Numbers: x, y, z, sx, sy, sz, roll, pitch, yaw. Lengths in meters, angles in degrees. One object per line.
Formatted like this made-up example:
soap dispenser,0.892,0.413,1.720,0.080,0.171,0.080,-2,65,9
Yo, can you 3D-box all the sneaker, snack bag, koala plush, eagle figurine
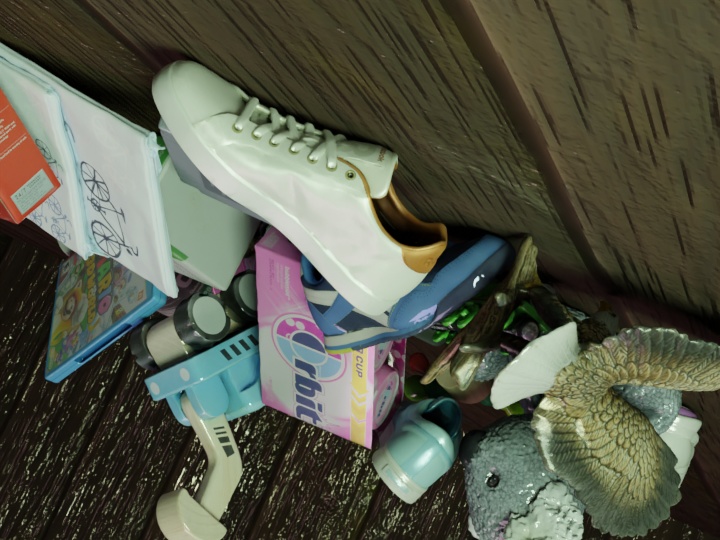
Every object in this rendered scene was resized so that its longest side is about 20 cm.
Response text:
sneaker,0.289,0.184,1.181,0.075,0.100,0.200,19,172,19
sneaker,0.064,0.149,1.085,0.074,0.082,0.200,49,-172,-6
snack bag,-0.222,-0.074,0.919,0.200,0.021,0.189,31,145,22
koala plush,0.154,0.146,0.974,0.183,0.201,0.177,26,171,-12
sneaker,0.023,0.003,0.842,0.200,0.074,0.083,-20,98,48
sneaker,-0.029,-0.066,0.705,0.200,0.085,0.073,41,-149,-16
eagle figurine,0.162,0.070,0.758,0.200,0.151,0.152,35,157,0

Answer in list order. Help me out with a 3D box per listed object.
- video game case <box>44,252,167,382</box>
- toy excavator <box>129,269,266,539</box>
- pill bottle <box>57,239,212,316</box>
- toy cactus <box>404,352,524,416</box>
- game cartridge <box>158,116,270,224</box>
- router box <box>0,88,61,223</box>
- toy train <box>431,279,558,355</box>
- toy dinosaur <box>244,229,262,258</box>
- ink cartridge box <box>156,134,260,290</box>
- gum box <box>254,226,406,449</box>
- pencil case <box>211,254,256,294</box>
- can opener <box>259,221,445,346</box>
video game case,-0.252,0.011,1.189,0.018,0.144,0.200,26,137,-34
toy excavator,-0.133,0.124,1.082,0.100,0.194,0.201,-26,91,41
pill bottle,-0.252,-0.024,1.376,0.113,0.114,0.200,19,171,32
toy cactus,0.123,0.101,1.132,0.199,0.103,0.165,9,171,30
game cartridge,-0.072,-0.069,0.851,0.133,0.041,0.200,28,172,-1
router box,-0.342,-0.135,0.912,0.199,0.049,0.180,17,143,42
toy train,0.095,0.031,0.923,0.042,0.056,0.200,42,167,-15
toy dinosaur,-0.151,-0.034,1.190,0.088,0.048,0.200,-10,-165,-35
ink cartridge box,-0.210,-0.070,1.057,0.199,0.083,0.147,19,168,33
gum box,-0.024,0.046,1.015,0.113,0.066,0.201,20,134,20
pencil case,-0.064,0.018,1.226,0.199,0.088,0.087,19,170,38
can opener,0.000,0.000,1.086,0.199,0.053,0.067,27,-156,-17
